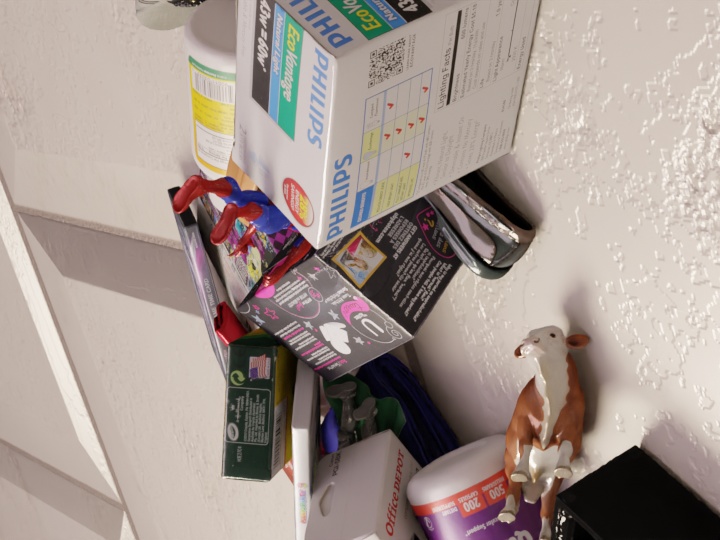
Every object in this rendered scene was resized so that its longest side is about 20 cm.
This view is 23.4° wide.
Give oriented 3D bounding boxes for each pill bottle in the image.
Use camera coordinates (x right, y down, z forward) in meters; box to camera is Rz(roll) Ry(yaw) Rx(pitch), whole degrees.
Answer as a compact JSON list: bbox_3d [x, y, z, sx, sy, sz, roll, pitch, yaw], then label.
[{"bbox_3d":[-0.105,-0.150,1.630,0.113,0.113,0.201,41,146,36],"label":"pill bottle"},{"bbox_3d":[0.129,0.258,1.578,0.201,0.112,0.112,64,153,-2],"label":"pill bottle"}]

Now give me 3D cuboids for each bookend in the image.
[{"bbox_3d":[0.248,0.285,1.414,0.199,0.092,0.200,43,147,34],"label":"bookend"}]

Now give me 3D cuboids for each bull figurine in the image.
[{"bbox_3d":[0.152,0.138,1.455,0.065,0.122,0.200,7,142,9],"label":"bull figurine"}]

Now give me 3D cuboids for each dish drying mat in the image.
[{"bbox_3d":[-0.093,0.125,1.839,0.200,0.018,0.077,55,-174,-19],"label":"dish drying mat"}]

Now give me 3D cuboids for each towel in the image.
[{"bbox_3d":[0.030,0.177,1.759,0.148,0.049,0.200,59,151,15],"label":"towel"}]

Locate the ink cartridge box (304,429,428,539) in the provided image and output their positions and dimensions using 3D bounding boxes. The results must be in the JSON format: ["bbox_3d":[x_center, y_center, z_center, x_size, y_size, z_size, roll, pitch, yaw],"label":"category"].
[{"bbox_3d":[0.042,0.272,1.627,0.083,0.147,0.200,-26,119,24],"label":"ink cartridge box"}]

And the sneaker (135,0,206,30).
[{"bbox_3d":[-0.158,-0.280,1.662,0.200,0.072,0.073,-6,82,54],"label":"sneaker"}]

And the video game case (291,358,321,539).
[{"bbox_3d":[-0.051,0.166,1.668,0.144,0.018,0.200,-86,-3,-47],"label":"video game case"}]

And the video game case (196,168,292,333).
[{"bbox_3d":[-0.116,-0.028,1.802,0.200,0.036,0.182,60,155,33],"label":"video game case"}]

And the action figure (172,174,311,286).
[{"bbox_3d":[-0.087,-0.027,1.393,0.065,0.200,0.099,40,110,20],"label":"action figure"}]

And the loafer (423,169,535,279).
[{"bbox_3d":[0.073,-0.088,1.439,0.200,0.072,0.063,52,132,7],"label":"loafer"}]

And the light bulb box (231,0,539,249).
[{"bbox_3d":[0.016,-0.156,1.314,0.125,0.200,0.199,45,148,30],"label":"light bulb box"}]

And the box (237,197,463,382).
[{"bbox_3d":[0.000,0.000,1.532,0.115,0.132,0.200,40,154,-10],"label":"box"}]

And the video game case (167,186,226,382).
[{"bbox_3d":[-0.171,0.020,1.914,0.143,0.019,0.201,-125,21,-67],"label":"video game case"}]

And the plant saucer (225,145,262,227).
[{"bbox_3d":[-0.066,-0.134,1.491,0.037,0.200,0.200,24,144,6],"label":"plant saucer"}]

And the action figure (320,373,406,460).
[{"bbox_3d":[-0.001,0.196,1.723,0.118,0.055,0.201,38,145,39],"label":"action figure"}]

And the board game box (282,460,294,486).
[{"bbox_3d":[-0.091,0.163,1.877,0.103,0.019,0.200,59,-178,-36],"label":"board game box"}]

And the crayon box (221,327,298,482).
[{"bbox_3d":[-0.089,0.124,1.677,0.200,0.051,0.128,-21,-66,-81],"label":"crayon box"}]

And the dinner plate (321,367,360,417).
[{"bbox_3d":[-0.060,0.079,1.854,0.200,0.024,0.201,42,146,37],"label":"dinner plate"}]
